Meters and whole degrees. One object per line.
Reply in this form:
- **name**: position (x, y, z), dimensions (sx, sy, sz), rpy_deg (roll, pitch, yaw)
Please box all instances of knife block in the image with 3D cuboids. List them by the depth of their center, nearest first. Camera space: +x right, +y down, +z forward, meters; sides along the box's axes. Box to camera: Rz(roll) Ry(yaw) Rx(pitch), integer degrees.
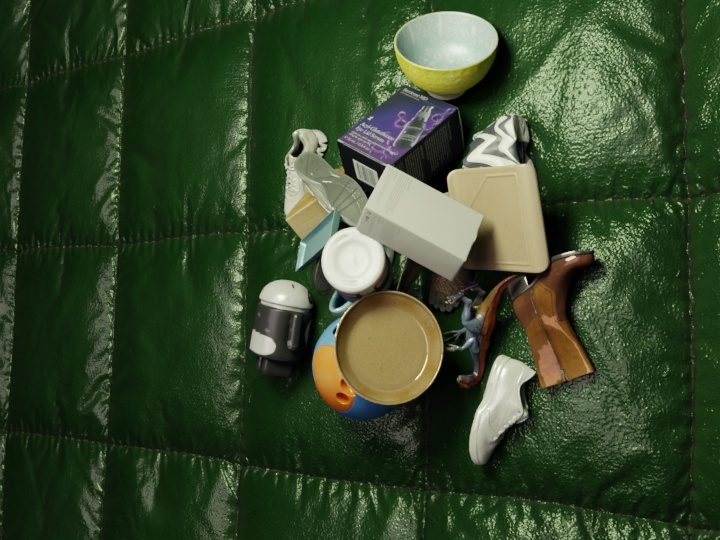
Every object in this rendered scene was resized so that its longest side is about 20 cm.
- **knife block**: position (-0.041, -0.154, 1.798), dimensions (0.201, 0.064, 0.174), rpy_deg (-52, 26, -22)

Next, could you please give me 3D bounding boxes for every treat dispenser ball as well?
- **treat dispenser ball**: position (0.005, 0.183, 1.698), dimensions (0.198, 0.199, 0.206), rpy_deg (-5, 82, 36)

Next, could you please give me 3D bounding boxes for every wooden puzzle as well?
- **wooden puzzle**: position (0.246, -0.093, 1.573), dimensions (0.198, 0.037, 0.189), rpy_deg (2, 107, 51)

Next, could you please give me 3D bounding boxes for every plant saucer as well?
- **plant saucer**: position (0.050, 0.140, 1.587), dimensions (0.195, 0.035, 0.205), rpy_deg (0, 76, -2)
- **plant saucer**: position (-0.083, -0.055, 1.724), dimensions (0.200, 0.019, 0.071), rpy_deg (145, 138, -61)

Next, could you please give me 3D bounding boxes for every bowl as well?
- **bowl**: position (0.163, -0.393, 1.682), dimensions (0.199, 0.199, 0.109), rpy_deg (36, 150, 34)

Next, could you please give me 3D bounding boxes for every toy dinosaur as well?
- **toy dinosaur**: position (0.210, 0.123, 1.603), dimensions (0.197, 0.105, 0.184), rpy_deg (-12, 107, 38)

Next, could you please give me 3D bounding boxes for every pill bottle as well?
- **pill bottle**: position (0.000, 0.000, 1.665), dimensions (0.117, 0.200, 0.122), rpy_deg (-2, 78, 8)

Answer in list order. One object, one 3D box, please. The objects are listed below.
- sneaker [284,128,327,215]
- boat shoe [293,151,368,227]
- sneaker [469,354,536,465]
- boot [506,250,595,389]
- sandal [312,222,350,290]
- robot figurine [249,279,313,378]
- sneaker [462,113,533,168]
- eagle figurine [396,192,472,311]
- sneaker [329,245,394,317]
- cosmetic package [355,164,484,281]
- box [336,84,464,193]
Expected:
- **sneaker**: position (-0.137, -0.211, 1.926), dimensions (0.074, 0.080, 0.204), rpy_deg (18, 97, 35)
- **boat shoe**: position (-0.052, -0.150, 1.720), dimensions (0.201, 0.065, 0.074), rpy_deg (40, 76, 23)
- **sneaker**: position (0.257, 0.260, 1.583), dimensions (0.087, 0.075, 0.204), rpy_deg (18, 95, 25)
- **boot**: position (0.354, 0.083, 1.524), dimensions (0.187, 0.068, 0.204), rpy_deg (-30, 69, 31)
- **sandal**: position (-0.051, -0.057, 1.767), dimensions (0.045, 0.074, 0.204), rpy_deg (9, 81, 51)
- **robot figurine**: position (-0.166, 0.123, 1.888), dimensions (0.148, 0.124, 0.205), rpy_deg (12, 92, 27)
- **sneaker**: position (0.249, -0.176, 1.628), dimensions (0.128, 0.079, 0.204), rpy_deg (-14, 82, 41)
- **eagle figurine**: position (0.130, -0.036, 1.672), dimensions (0.148, 0.151, 0.204), rpy_deg (-10, 64, 7)
- **sneaker**: position (0.000, 0.011, 1.794), dimensions (0.073, 0.081, 0.203), rpy_deg (34, 106, 33)
- **cosmetic package**: position (0.105, -0.084, 1.556), dimensions (0.198, 0.109, 0.085), rpy_deg (30, 150, 1)
- **box**: position (0.079, -0.240, 1.683), dimensions (0.147, 0.105, 0.200), rpy_deg (30, 62, 36)
